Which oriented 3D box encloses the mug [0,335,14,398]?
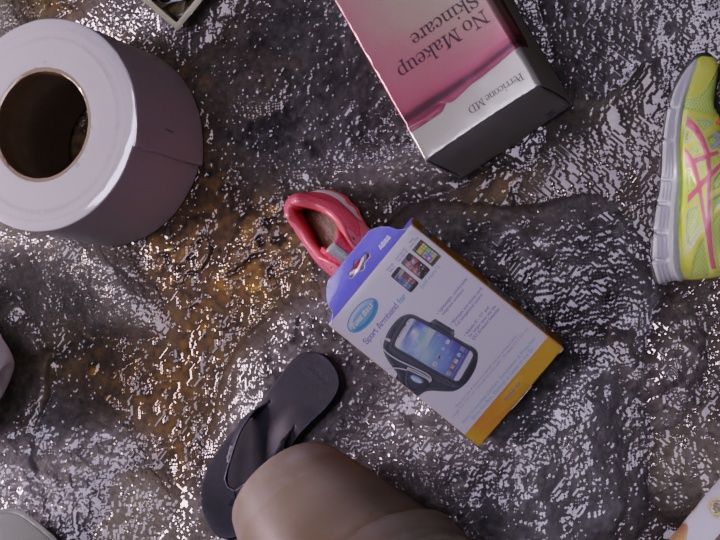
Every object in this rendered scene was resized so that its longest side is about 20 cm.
[{"bbox_3d":[-0.448,0.101,1.825,0.175,0.148,0.200,30,128,4],"label":"mug"}]

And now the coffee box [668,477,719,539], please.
[{"bbox_3d":[0.279,0.266,1.522,0.080,0.114,0.200,41,100,20],"label":"coffee box"}]

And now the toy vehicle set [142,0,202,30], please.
[{"bbox_3d":[-0.161,-0.350,1.773,0.124,0.027,0.200,39,100,-9],"label":"toy vehicle set"}]

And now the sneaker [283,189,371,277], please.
[{"bbox_3d":[0.000,0.000,1.674,0.200,0.087,0.074,42,101,19],"label":"sneaker"}]

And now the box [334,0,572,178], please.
[{"bbox_3d":[0.079,-0.205,1.650,0.128,0.109,0.201,-33,74,15],"label":"box"}]

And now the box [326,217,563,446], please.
[{"bbox_3d":[0.067,0.047,1.628,0.200,0.041,0.119,40,100,-3],"label":"box"}]

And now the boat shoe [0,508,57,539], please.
[{"bbox_3d":[-0.293,0.316,1.789,0.200,0.073,0.062,41,143,13],"label":"boat shoe"}]

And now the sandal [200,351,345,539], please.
[{"bbox_3d":[-0.092,0.161,1.719,0.076,0.043,0.201,34,98,21],"label":"sandal"}]

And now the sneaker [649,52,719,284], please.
[{"bbox_3d":[0.301,-0.086,1.575,0.090,0.078,0.201,5,93,14],"label":"sneaker"}]

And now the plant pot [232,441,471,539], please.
[{"bbox_3d":[-0.023,0.252,1.620,0.200,0.200,0.174,-51,54,10],"label":"plant pot"}]

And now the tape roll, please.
[{"bbox_3d":[-0.271,-0.130,1.769,0.202,0.139,0.204,-2,84,22],"label":"tape roll"}]
